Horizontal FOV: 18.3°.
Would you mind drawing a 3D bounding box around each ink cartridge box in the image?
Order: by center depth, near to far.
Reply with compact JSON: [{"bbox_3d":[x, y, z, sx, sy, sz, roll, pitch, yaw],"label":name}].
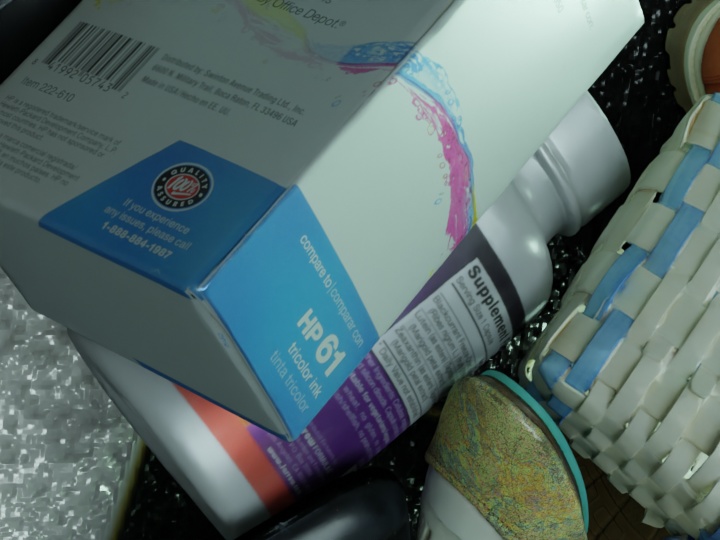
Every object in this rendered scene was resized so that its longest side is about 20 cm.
[{"bbox_3d":[-0.022,-0.061,0.751,0.200,0.144,0.085,-50,136,-18],"label":"ink cartridge box"}]

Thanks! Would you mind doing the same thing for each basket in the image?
[{"bbox_3d":[0.173,0.040,0.818,0.199,0.139,0.177,35,81,10],"label":"basket"}]

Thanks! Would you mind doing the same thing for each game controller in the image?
[{"bbox_3d":[-0.024,0.141,0.845,0.104,0.042,0.200,-38,155,-19],"label":"game controller"}]

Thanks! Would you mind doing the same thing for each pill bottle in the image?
[{"bbox_3d":[0.000,0.000,0.827,0.200,0.111,0.112,-40,116,-10],"label":"pill bottle"}]

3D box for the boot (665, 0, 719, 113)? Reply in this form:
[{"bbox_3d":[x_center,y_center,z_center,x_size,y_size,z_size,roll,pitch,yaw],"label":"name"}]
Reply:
[{"bbox_3d":[0.207,-0.025,0.917,0.075,0.107,0.200,-43,119,-9],"label":"boot"}]

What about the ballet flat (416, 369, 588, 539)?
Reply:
[{"bbox_3d":[0.051,0.101,0.855,0.071,0.071,0.200,-41,158,-9],"label":"ballet flat"}]

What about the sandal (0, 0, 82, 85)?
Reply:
[{"bbox_3d":[-0.124,-0.072,0.788,0.076,0.043,0.200,43,85,-27],"label":"sandal"}]

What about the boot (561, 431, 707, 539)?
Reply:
[{"bbox_3d":[0.177,0.103,0.951,0.073,0.200,0.155,-55,162,27],"label":"boot"}]
